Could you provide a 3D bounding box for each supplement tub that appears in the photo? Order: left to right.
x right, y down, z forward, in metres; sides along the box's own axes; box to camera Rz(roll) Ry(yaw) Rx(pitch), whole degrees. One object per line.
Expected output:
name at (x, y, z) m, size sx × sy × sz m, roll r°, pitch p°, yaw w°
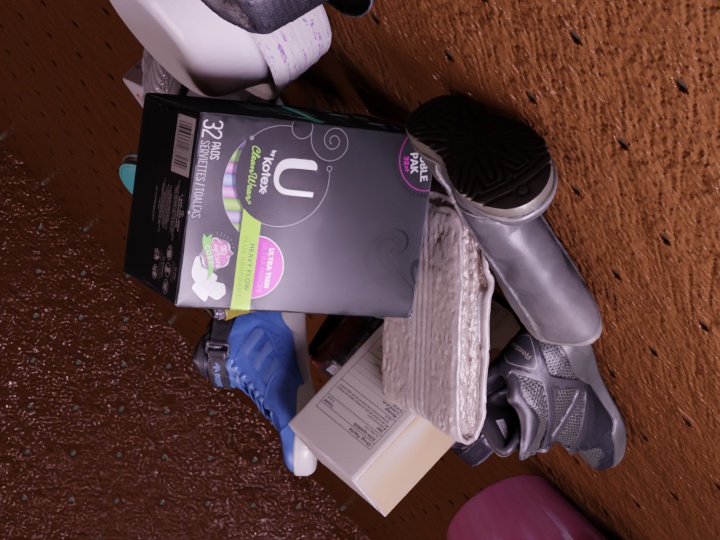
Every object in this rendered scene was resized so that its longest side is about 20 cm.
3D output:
supplement tub at (0.054, 0.103, 1.749) m, size 0.200 × 0.107 × 0.107 m, roll 38°, pitch 169°, yaw -7°

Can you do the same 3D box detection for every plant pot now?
plant pot at (0.183, 0.319, 1.859) m, size 0.179 × 0.200 × 0.200 m, roll 58°, pitch 177°, yaw 38°

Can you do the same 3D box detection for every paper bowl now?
paper bowl at (-0.124, -0.216, 1.398) m, size 0.201 × 0.104 × 0.201 m, roll 44°, pitch 169°, yaw 11°

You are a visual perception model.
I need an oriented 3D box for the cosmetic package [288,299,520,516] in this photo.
cosmetic package at (0.046, 0.103, 1.573) m, size 0.105 × 0.200 × 0.071 m, roll 37°, pitch 168°, yaw 43°

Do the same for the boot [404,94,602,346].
boot at (0.116, -0.017, 1.261) m, size 0.200 × 0.072 × 0.182 m, roll 63°, pitch 176°, yaw -31°

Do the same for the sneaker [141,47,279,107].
sneaker at (-0.127, -0.178, 1.565) m, size 0.114 × 0.075 × 0.200 m, roll 18°, pitch -151°, yaw -15°

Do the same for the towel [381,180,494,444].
towel at (0.060, 0.026, 1.452) m, size 0.132 × 0.034 × 0.201 m, roll 26°, pitch 118°, yaw 60°

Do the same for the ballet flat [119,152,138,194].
ballet flat at (-0.125, -0.060, 1.616) m, size 0.200 × 0.074 × 0.074 m, roll 32°, pitch 163°, yaw 23°

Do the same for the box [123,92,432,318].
box at (-0.062, -0.050, 1.383) m, size 0.199 × 0.149 × 0.124 m, roll 4°, pitch -170°, yaw -28°

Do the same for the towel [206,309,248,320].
towel at (-0.083, -0.007, 1.738) m, size 0.144 × 0.199 × 0.023 m, roll 34°, pitch 134°, yaw 55°

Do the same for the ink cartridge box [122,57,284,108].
ink cartridge box at (-0.117, -0.122, 1.711) m, size 0.146 × 0.084 × 0.200 m, roll 29°, pitch 158°, yaw 51°

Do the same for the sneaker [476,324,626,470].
sneaker at (0.152, 0.122, 1.485) m, size 0.076 × 0.114 × 0.200 m, roll 40°, pitch 168°, yaw 38°

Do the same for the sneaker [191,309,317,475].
sneaker at (-0.099, 0.106, 1.671) m, size 0.077 × 0.111 × 0.201 m, roll 90°, pitch 173°, yaw -55°

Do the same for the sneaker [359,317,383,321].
sneaker at (0.000, 0.000, 1.662) m, size 0.200 × 0.073 × 0.072 m, roll 42°, pitch -167°, yaw -5°

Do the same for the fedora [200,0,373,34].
fedora at (-0.081, -0.232, 1.211) m, size 0.201 × 0.092 × 0.201 m, roll 44°, pitch 167°, yaw 13°
